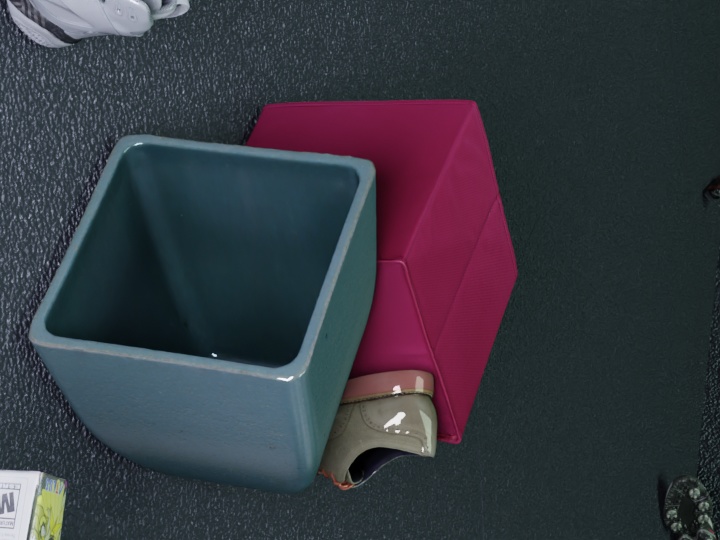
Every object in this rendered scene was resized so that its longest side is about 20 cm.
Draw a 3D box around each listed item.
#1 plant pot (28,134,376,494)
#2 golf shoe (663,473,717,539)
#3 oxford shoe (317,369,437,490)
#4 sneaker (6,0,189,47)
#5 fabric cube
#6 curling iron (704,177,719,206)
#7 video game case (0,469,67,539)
[{"bbox_3d":[-0.094,0.051,1.371,0.201,0.194,0.198,81,22,-48],"label":"plant pot"},{"bbox_3d":[0.506,0.369,2.994,0.089,0.076,0.201,-96,170,-45],"label":"golf shoe"},{"bbox_3d":[-0.032,0.134,1.487,0.070,0.198,0.076,19,57,-56],"label":"oxford shoe"},{"bbox_3d":[-0.189,-0.205,1.212,0.200,0.114,0.076,46,49,-59],"label":"sneaker"},{"bbox_3d":[0.000,0.000,1.571,0.200,0.194,0.201,-67,149,-44],"label":"fabric cube"},{"bbox_3d":[0.620,-0.140,3.287,0.026,0.049,0.200,-58,172,21],"label":"curling iron"},{"bbox_3d":[-0.249,0.186,0.962,0.036,0.198,0.183,36,57,-65],"label":"video game case"}]
